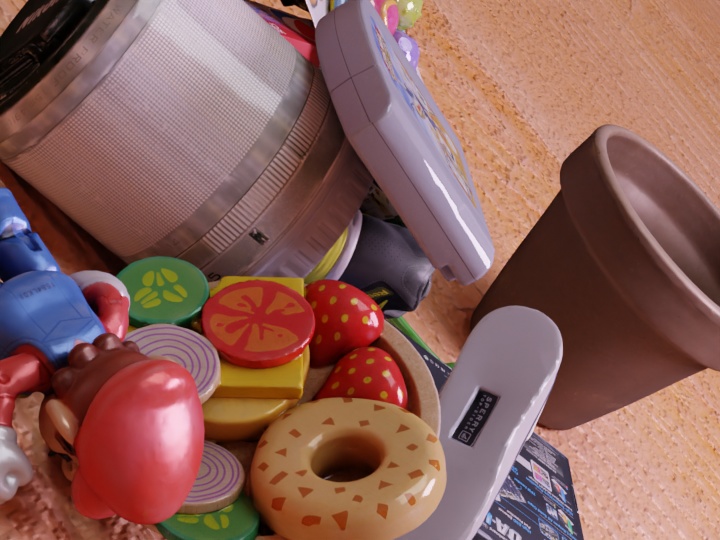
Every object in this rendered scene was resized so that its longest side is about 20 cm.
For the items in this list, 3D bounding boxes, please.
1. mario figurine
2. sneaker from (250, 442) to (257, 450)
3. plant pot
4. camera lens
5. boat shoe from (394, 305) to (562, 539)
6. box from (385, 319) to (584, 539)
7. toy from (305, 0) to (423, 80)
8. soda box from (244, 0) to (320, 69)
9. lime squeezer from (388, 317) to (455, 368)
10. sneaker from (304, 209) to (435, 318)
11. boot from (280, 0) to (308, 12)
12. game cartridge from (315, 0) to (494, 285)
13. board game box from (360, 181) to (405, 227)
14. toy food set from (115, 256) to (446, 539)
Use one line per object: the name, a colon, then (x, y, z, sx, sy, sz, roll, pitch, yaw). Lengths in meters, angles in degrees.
mario figurine: (-0.157, 0.052, 1.099, 0.200, 0.123, 0.106, 47, -7, 22)
sneaker: (-0.030, 0.080, 1.265, 0.078, 0.066, 0.200, 13, 29, 3)
plant pot: (0.177, 0.021, 1.632, 0.200, 0.175, 0.200, 40, 25, -23)
camera lens: (-0.109, -0.085, 1.289, 0.200, 0.160, 0.160, 40, 24, -20)
boat shoe: (0.047, 0.111, 1.226, 0.071, 0.070, 0.200, 25, 61, 16)
box: (0.061, 0.131, 1.413, 0.200, 0.046, 0.159, 38, 25, -27)
toy: (0.010, -0.186, 1.564, 0.115, 0.047, 0.200, -48, 122, -49)
soda box: (-0.077, -0.145, 1.544, 0.063, 0.070, 0.200, 39, 16, 31)
lime squeezer: (0.076, 0.096, 1.528, 0.200, 0.038, 0.071, 45, -8, -9)
sneaker: (0.000, 0.000, 1.401, 0.085, 0.075, 0.200, 26, 2, -3)
boot: (-0.081, -0.229, 1.609, 0.174, 0.069, 0.200, 29, 17, 14)
game cartridge: (0.022, -0.085, 1.299, 0.133, 0.041, 0.200, 60, 8, -25)
board game box: (0.003, -0.047, 1.479, 0.105, 0.023, 0.200, 46, -11, -6)
toy food set: (-0.056, 0.070, 1.165, 0.198, 0.049, 0.200, 1, 45, -3)
